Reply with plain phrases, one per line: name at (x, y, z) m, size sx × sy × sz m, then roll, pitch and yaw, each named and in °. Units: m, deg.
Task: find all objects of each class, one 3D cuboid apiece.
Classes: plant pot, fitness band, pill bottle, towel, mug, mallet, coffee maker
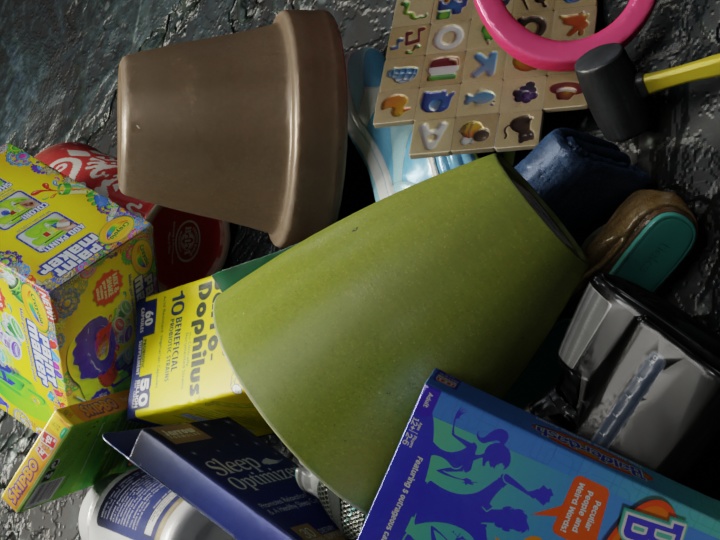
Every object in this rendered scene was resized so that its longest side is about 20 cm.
plant pot at (-0.113, -0.117, 1.215) m, size 0.200 × 0.174 × 0.201 m, roll 180°, pitch 90°, yaw -79°
fitness band at (0.146, -0.246, 1.079) m, size 0.143 × 0.037 × 0.201 m, roll -12°, pitch 80°, yaw 6°
pill bottle at (-0.158, 0.221, 1.221) m, size 0.200 × 0.111 × 0.112 m, roll 2°, pitch 76°, yaw 56°
towel at (0.105, -0.020, 1.044) m, size 0.200 × 0.111 × 0.049 m, roll -46°, pitch 58°, yaw 26°
mug at (-0.218, -0.028, 1.412) m, size 0.199 × 0.178 × 0.133 m, roll 14°, pitch 48°, yaw 44°
mallet at (0.238, -0.147, 0.994) m, size 0.199 × 0.066 × 0.041 m, roll -20°, pitch 26°, yaw 38°
coffee maker at (0.174, 0.131, 0.918) m, size 0.192 × 0.135 × 0.200 m, roll 35°, pitch 105°, yaw 6°
plant pot at (0.040, 0.024, 0.940) m, size 0.200 × 0.187 × 0.187 m, roll -41°, pitch 47°, yaw 12°

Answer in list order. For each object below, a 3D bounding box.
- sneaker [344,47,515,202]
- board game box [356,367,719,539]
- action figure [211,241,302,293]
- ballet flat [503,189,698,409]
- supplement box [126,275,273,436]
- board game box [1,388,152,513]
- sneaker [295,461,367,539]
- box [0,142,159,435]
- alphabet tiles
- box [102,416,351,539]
sneaker at (0.059, -0.122, 1.165) m, size 0.130 × 0.079 × 0.201 m, roll -40°, pitch 59°, yaw 32°
board game box at (0.101, 0.168, 0.848) m, size 0.199 × 0.045 × 0.153 m, roll 24°, pitch 103°, yaw 7°
action figure at (0.000, 0.000, 1.093) m, size 0.199 × 0.055 × 0.118 m, roll -31°, pitch 82°, yaw -2°
ballet flat at (0.154, 0.023, 1.021) m, size 0.200 × 0.068 × 0.072 m, roll -55°, pitch 23°, yaw 15°
supplement box at (-0.089, 0.069, 1.218) m, size 0.199 × 0.109 × 0.109 m, roll -17°, pitch 63°, yaw 41°
board game box at (-0.222, 0.147, 1.271) m, size 0.030 × 0.200 × 0.096 m, roll 40°, pitch 108°, yaw 18°
sneaker at (0.049, 0.126, 1.072) m, size 0.200 × 0.078 × 0.091 m, roll -42°, pitch 58°, yaw 14°
box at (-0.284, 0.026, 1.317) m, size 0.192 × 0.122 × 0.201 m, roll 27°, pitch 136°, yaw 30°
alphabet tiles at (0.097, -0.168, 1.120) m, size 0.166 × 0.006 × 0.201 m, roll -3°, pitch 54°, yaw 20°
box at (-0.090, 0.162, 1.120) m, size 0.200 × 0.121 × 0.033 m, roll 30°, pitch 103°, yaw 24°
